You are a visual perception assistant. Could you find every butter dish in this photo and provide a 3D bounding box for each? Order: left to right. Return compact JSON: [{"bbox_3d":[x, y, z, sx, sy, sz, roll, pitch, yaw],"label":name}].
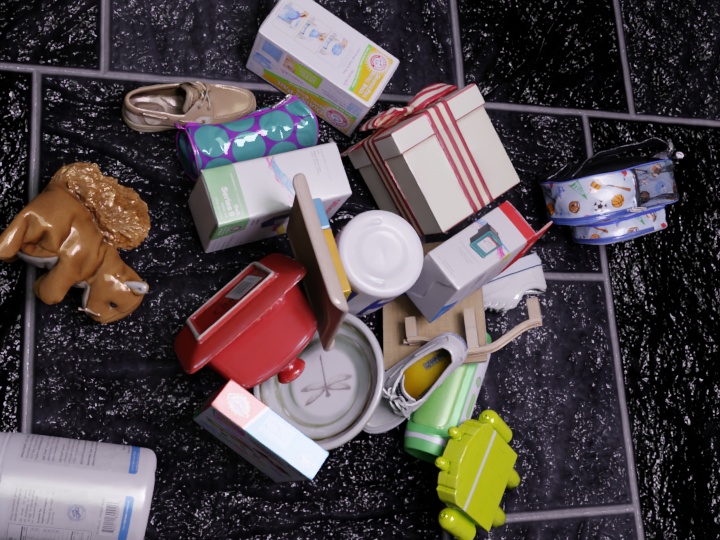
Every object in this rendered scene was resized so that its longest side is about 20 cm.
[{"bbox_3d":[-0.131,0.089,1.149,0.199,0.200,0.148,-42,107,-9],"label":"butter dish"}]

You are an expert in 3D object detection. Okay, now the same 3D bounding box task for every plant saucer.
[{"bbox_3d":[-0.053,0.154,1.201,0.199,0.050,0.201,-8,70,21],"label":"plant saucer"}]

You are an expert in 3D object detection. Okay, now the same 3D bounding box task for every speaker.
[{"bbox_3d":[0.129,0.180,1.265,0.088,0.088,0.201,25,69,-10],"label":"speaker"}]

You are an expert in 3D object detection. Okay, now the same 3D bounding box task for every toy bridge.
[{"bbox_3d":[0.158,0.087,1.220,0.199,0.027,0.067,-10,63,11],"label":"toy bridge"}]

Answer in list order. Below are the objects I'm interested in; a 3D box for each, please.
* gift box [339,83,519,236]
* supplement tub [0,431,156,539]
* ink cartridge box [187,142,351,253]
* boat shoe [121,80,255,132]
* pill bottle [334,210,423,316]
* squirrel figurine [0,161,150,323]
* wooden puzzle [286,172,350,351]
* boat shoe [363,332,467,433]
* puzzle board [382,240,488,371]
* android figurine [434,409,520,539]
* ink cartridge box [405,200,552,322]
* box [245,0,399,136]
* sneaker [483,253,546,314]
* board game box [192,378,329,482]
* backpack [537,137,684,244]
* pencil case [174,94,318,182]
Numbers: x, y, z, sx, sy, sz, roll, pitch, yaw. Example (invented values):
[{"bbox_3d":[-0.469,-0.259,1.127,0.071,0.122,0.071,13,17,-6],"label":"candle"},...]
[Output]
[{"bbox_3d":[0.090,-0.164,1.298,0.184,0.200,0.187,-34,103,-26],"label":"gift box"},{"bbox_3d":[-0.361,0.273,1.058,0.199,0.132,0.132,11,73,-14],"label":"supplement tub"},{"bbox_3d":[-0.130,-0.104,1.224,0.199,0.145,0.088,-17,83,-22],"label":"ink cartridge box"},{"bbox_3d":[-0.247,-0.243,1.267,0.199,0.065,0.072,-11,80,-20],"label":"boat shoe"},{"bbox_3d":[0.000,0.000,1.209,0.119,0.200,0.120,5,75,-17],"label":"pill bottle"},{"bbox_3d":[-0.353,-0.034,1.143,0.186,0.141,0.200,37,70,-13],"label":"squirrel figurine"},{"bbox_3d":[-0.053,-0.007,1.116,0.037,0.200,0.186,-15,72,-11],"label":"wooden puzzle"},{"bbox_3d":[0.062,0.167,1.193,0.202,0.086,0.075,-40,84,21],"label":"boat shoe"},{"bbox_3d":[0.108,0.050,1.278,0.150,0.017,0.201,-7,62,13],"label":"puzzle board"},{"bbox_3d":[0.164,0.288,1.218,0.200,0.041,0.182,45,62,-43],"label":"android figurine"},{"bbox_3d":[0.166,-0.021,1.214,0.200,0.116,0.067,-33,77,-29],"label":"ink cartridge box"},{"bbox_3d":[-0.059,-0.317,1.321,0.200,0.112,0.102,33,67,-6],"label":"box"},{"bbox_3d":[0.210,0.034,1.338,0.199,0.073,0.071,-20,80,-21],"label":"sneaker"},{"bbox_3d":[-0.135,0.212,1.110,0.153,0.200,0.040,38,68,-6],"label":"board game box"},{"bbox_3d":[0.390,-0.120,1.388,0.190,0.200,0.155,-7,91,-16],"label":"backpack"},{"bbox_3d":[-0.167,-0.196,1.267,0.199,0.085,0.093,-21,118,-22],"label":"pencil case"}]
